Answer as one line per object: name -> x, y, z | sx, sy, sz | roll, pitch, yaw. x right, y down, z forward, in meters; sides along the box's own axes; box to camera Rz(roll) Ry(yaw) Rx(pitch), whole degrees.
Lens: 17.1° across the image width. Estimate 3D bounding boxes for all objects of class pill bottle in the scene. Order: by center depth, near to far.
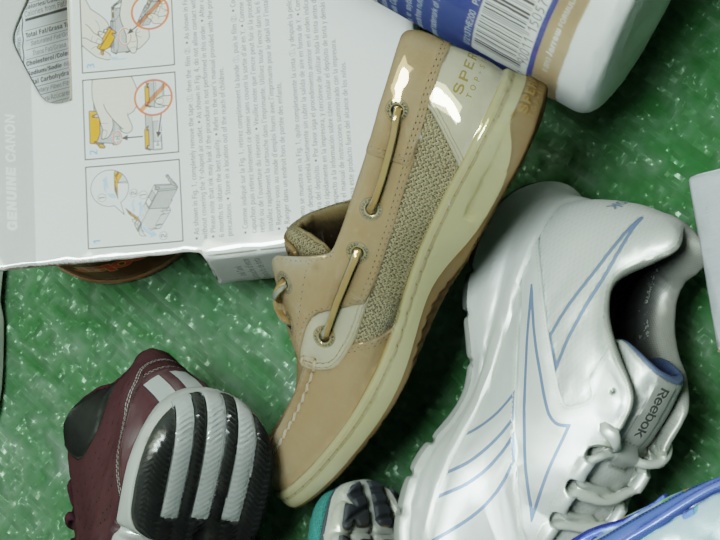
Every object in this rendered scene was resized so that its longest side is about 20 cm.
pill bottle -> 0.028, -0.153, 0.910 | 0.199, 0.111, 0.111 | 30, 91, 10

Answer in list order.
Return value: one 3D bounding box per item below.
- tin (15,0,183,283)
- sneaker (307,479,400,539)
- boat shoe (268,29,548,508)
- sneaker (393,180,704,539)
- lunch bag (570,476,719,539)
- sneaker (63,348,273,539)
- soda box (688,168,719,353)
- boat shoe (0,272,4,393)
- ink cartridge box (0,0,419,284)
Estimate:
tin -> -0.111, -0.095, 1.042 | 0.111, 0.042, 0.202 | -11, 71, 20
sneaker -> -0.015, 0.177, 0.899 | 0.079, 0.077, 0.202 | -5, 74, 36
boat shoe -> 0.000, 0.000, 0.900 | 0.064, 0.071, 0.201 | 26, 116, -4
sneaker -> 0.071, 0.064, 0.871 | 0.087, 0.074, 0.202 | 3, 79, 47
lunch bag -> 0.091, 0.168, 0.806 | 0.199, 0.082, 0.162 | -29, 83, 5
sneaker -> -0.092, 0.125, 0.963 | 0.116, 0.075, 0.201 | 44, 119, 59
soda box -> 0.220, -0.019, 0.834 | 0.199, 0.063, 0.069 | -15, 71, 23
boat shoe -> -0.196, -0.021, 1.049 | 0.072, 0.062, 0.202 | -14, 70, 24
ink cartridge box -> -0.063, -0.096, 0.982 | 0.175, 0.045, 0.202 | -6, 72, 6
